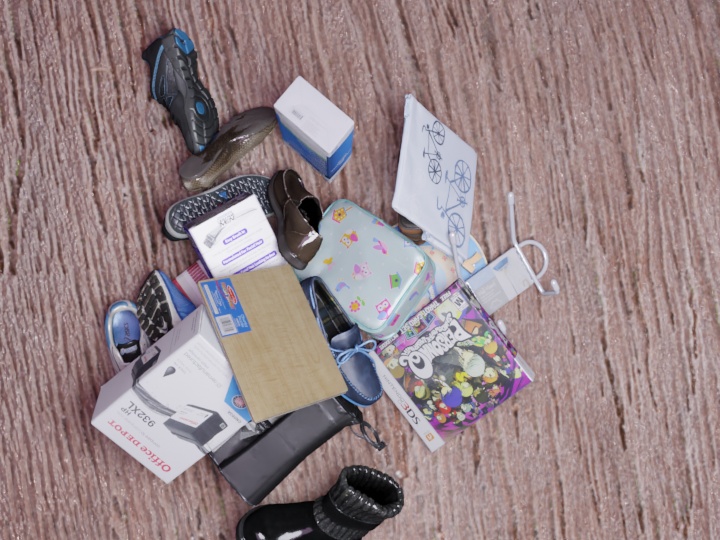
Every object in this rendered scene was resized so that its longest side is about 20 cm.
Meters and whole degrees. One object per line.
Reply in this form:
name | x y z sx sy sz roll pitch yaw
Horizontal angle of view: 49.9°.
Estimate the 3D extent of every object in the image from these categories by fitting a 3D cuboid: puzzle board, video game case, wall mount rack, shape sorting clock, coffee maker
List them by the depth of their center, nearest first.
puzzle board | -0.117 0.091 1.025 0.149 0.017 0.202 -11 66 -38
coffee maker | -0.103 0.241 1.119 0.200 0.135 0.193 -42 68 4
video game case | 0.127 0.144 1.155 0.199 0.036 0.182 -39 88 21
wall mount rack | 0.210 -0.008 1.174 0.199 0.074 0.175 -33 96 -18
shape sorting clock | 0.106 0.014 1.208 0.196 0.039 0.204 0 85 -2

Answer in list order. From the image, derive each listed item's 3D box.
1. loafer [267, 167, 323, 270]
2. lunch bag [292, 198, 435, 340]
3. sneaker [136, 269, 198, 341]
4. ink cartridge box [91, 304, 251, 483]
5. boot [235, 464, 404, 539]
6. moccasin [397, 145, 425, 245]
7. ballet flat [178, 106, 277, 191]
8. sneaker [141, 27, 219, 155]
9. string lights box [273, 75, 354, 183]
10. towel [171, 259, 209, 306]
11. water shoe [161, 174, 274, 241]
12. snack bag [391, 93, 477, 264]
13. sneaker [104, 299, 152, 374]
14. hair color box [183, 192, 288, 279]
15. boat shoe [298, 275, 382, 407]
loafer | -0.086 -0.087 1.153 0.071 0.073 0.202 -34 44 19
lunch bag | 0.000 0.000 1.161 0.199 0.077 0.162 34 92 26
sneaker | -0.261 0.083 1.154 0.079 0.089 0.201 -46 68 27
ink cartridge box | -0.236 0.168 1.043 0.199 0.084 0.145 -38 115 12
boot | -0.057 0.338 1.084 0.208 0.158 0.080 4 52 -29
moccasin | 0.098 -0.139 1.208 0.072 0.078 0.205 -5 68 13
ballet flat | -0.200 -0.186 1.198 0.067 0.047 0.200 23 56 30
sneaker | -0.282 -0.271 1.220 0.081 0.073 0.203 -17 87 24
string lights box | -0.066 -0.201 1.143 0.102 0.200 0.059 40 85 2
towel | -0.211 0.043 1.204 0.199 0.023 0.145 -38 86 -6
water shoe | -0.213 -0.097 1.196 0.198 0.079 0.073 -17 88 -29
snack bag | 0.111 -0.131 1.147 0.021 0.199 0.192 -7 65 39
sneaker | -0.339 0.143 1.165 0.071 0.072 0.203 -18 86 -5
hair color box | -0.164 0.000 1.135 0.108 0.065 0.202 -29 109 -15
boat shoe | -0.033 0.101 1.090 0.201 0.069 0.084 51 45 3
